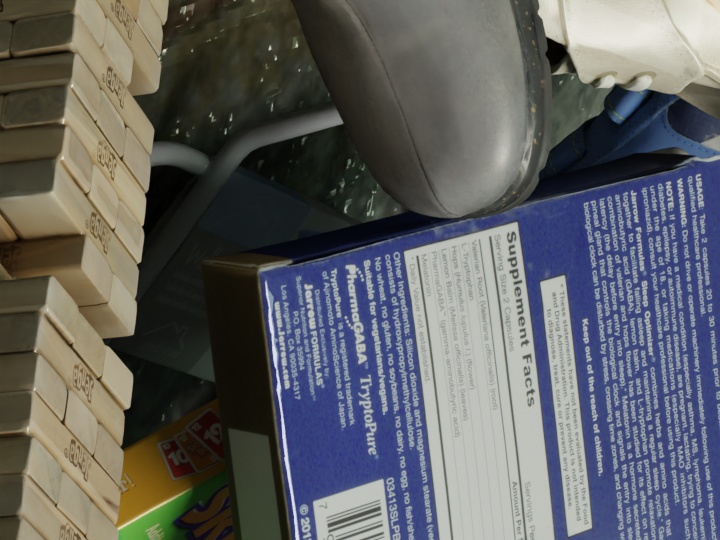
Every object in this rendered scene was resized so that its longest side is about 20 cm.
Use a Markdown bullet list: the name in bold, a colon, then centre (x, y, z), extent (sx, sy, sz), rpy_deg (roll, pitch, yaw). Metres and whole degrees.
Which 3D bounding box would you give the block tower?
- **block tower**: centre (-0.087, 0.006, 0.662), extent (0.058, 0.054, 0.201), rpy_deg (57, 32, -54)

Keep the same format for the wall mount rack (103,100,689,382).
- **wall mount rack**: centre (0.000, 0.000, 0.830), extent (0.174, 0.075, 0.200), rpy_deg (-52, 151, 9)

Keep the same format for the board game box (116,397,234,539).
- **board game box**: centre (-0.084, 0.094, 0.759), extent (0.199, 0.030, 0.096), rpy_deg (-25, 151, -21)

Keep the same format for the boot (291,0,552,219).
- **boot**: centre (-0.033, -0.097, 0.684), extent (0.131, 0.070, 0.201), rpy_deg (-18, 85, -52)

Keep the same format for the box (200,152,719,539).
- **box**: centre (0.047, 0.038, 0.772), extent (0.199, 0.032, 0.122), rpy_deg (-14, 102, -38)

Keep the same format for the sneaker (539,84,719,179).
- **sneaker**: centre (0.105, -0.036, 0.901), extent (0.074, 0.199, 0.083), rpy_deg (-27, 105, -53)

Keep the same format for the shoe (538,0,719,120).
- **shoe**: centre (0.043, -0.089, 0.799), extent (0.199, 0.070, 0.054), rpy_deg (31, 86, -18)
